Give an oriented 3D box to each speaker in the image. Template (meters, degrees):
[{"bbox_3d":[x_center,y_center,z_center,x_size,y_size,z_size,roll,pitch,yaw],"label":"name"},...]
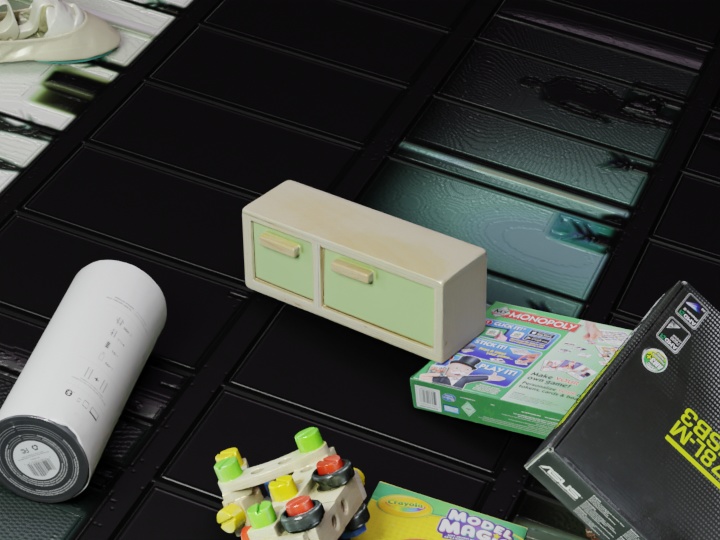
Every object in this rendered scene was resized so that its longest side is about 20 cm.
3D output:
[{"bbox_3d":[-0.206,0.077,1.549,0.081,0.082,0.200,12,36,5],"label":"speaker"}]

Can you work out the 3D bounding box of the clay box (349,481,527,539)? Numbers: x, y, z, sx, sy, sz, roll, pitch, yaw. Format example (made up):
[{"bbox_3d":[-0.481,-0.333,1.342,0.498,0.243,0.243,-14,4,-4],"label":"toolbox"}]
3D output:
[{"bbox_3d":[0.040,0.219,1.433,0.114,0.048,0.200,16,37,11],"label":"clay box"}]

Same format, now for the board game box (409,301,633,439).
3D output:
[{"bbox_3d":[0.157,0.082,1.617,0.199,0.029,0.134,12,32,32],"label":"board game box"}]

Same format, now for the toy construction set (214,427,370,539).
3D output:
[{"bbox_3d":[-0.063,0.179,1.411,0.130,0.092,0.200,-14,30,23],"label":"toy construction set"}]

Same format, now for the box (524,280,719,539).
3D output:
[{"bbox_3d":[0.244,0.138,1.486,0.200,0.048,0.193,44,54,1],"label":"box"}]

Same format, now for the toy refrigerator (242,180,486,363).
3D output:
[{"bbox_3d":[0.000,0.000,1.677,0.199,0.076,0.070,21,37,31],"label":"toy refrigerator"}]

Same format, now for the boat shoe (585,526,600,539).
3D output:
[{"bbox_3d":[0.243,0.162,1.546,0.199,0.070,0.071,-23,84,-32],"label":"boat shoe"}]

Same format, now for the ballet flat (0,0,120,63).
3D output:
[{"bbox_3d":[-0.316,-0.226,1.958,0.199,0.070,0.070,-11,40,-25],"label":"ballet flat"}]
